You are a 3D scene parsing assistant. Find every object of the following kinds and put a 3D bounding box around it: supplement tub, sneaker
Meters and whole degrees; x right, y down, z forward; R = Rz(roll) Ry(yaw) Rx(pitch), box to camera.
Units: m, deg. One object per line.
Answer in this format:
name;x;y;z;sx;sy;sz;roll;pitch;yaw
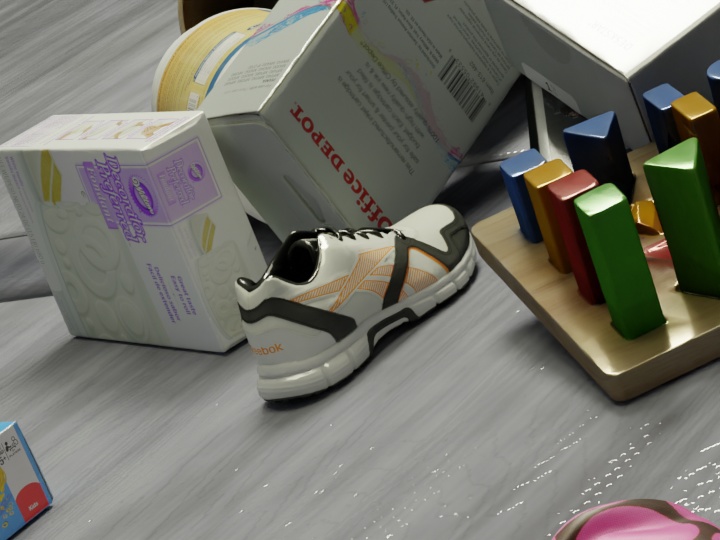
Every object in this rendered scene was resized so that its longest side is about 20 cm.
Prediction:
supplement tub;-0.066;-0.113;1.810;0.145;0.145;0.200;-27;18;-14
sneaker;0.000;0.000;1.509;0.074;0.080;0.200;-9;20;40

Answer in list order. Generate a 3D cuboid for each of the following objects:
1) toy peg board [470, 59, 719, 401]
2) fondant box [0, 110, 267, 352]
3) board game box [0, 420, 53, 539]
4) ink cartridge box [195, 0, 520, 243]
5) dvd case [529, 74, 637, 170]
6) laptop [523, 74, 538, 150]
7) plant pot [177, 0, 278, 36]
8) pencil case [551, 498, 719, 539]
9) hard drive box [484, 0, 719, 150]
toy peg board;0.173;-0.051;1.352;0.200;0.098;0.199;-24;30;-9
fondant box;-0.148;-0.027;1.654;0.058;0.144;0.200;-32;20;-31
board game box;-0.313;0.161;1.442;0.196;0.056;0.200;-6;23;42
ink cartridge box;0.000;-0.117;1.652;0.083;0.146;0.200;-3;44;48
dvd case;0.179;-0.100;1.530;0.150;0.025;0.200;-15;44;12
laptop;0.212;-0.135;1.645;0.200;0.103;0.177;1;47;-2
plant pot;-0.049;-0.217;2.082;0.186;0.187;0.200;-21;5;3
pencil case;0.120;0.150;0.909;0.094;0.091;0.200;11;8;-16
hard drive box;0.198;-0.177;1.521;0.200;0.077;0.156;-37;43;-11
